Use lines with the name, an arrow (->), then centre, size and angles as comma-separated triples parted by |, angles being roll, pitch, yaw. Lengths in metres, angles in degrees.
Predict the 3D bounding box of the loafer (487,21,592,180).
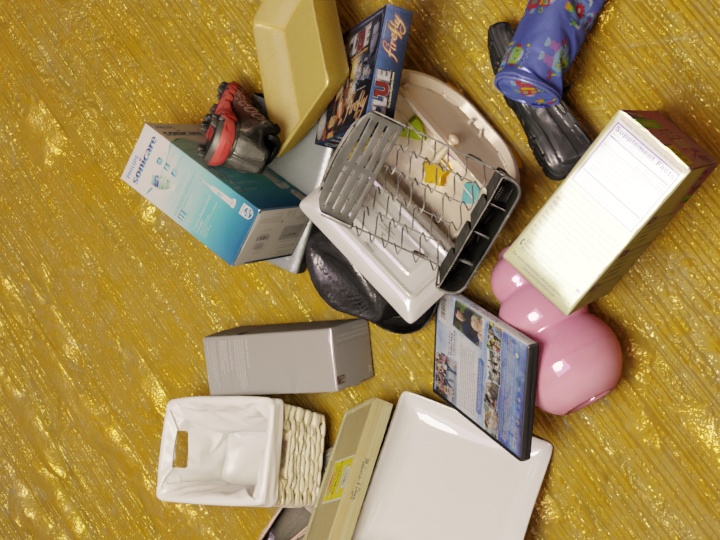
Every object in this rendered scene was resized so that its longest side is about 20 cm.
loafer -> 0.208, -0.201, 1.333 | 0.070, 0.068, 0.202 | -25, 78, -3

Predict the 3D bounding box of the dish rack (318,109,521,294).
dish rack -> 0.058, -0.079, 1.269 | 0.198, 0.055, 0.154 | 24, 113, -12

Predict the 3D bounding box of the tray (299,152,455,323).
tray -> 0.029, -0.044, 1.354 | 0.107, 0.022, 0.200 | -41, 77, -12

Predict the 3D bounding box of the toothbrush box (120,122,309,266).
toothbrush box -> -0.178, -0.100, 1.455 | 0.199, 0.146, 0.086 | 37, 111, 18

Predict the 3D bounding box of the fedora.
fedora -> 0.000, 0.000, 1.414 | 0.199, 0.091, 0.203 | 22, 124, 37

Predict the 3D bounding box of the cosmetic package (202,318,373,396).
cosmetic package -> -0.093, 0.113, 1.498 | 0.198, 0.107, 0.091 | -8, 92, 26

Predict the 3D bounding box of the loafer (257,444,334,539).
loafer -> -0.072, 0.316, 1.535 | 0.072, 0.063, 0.201 | 43, 113, 15

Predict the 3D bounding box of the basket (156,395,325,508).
basket -> -0.152, 0.241, 1.503 | 0.198, 0.123, 0.137 | -6, 73, 39

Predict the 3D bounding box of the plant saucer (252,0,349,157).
plant saucer -> -0.070, -0.269, 1.414 | 0.200, 0.048, 0.203 | 138, 125, -60

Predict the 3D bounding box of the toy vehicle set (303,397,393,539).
toy vehicle set -> -0.020, 0.263, 1.425 | 0.026, 0.124, 0.202 | 23, 70, -11

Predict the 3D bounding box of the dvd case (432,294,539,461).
dvd case -> 0.142, 0.116, 1.352 | 0.200, 0.017, 0.145 | 35, 129, 56

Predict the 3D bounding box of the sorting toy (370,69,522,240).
sorting toy -> 0.080, -0.113, 1.392 | 0.201, 0.107, 0.180 | 50, 124, 9

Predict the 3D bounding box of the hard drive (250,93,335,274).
hard drive -> -0.107, -0.116, 1.518 | 0.138, 0.033, 0.202 | 24, 106, 23

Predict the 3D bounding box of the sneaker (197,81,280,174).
sneaker -> -0.148, -0.175, 1.446 | 0.097, 0.201, 0.071 | 22, 114, -15

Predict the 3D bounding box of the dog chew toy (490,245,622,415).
dog chew toy -> 0.216, 0.062, 1.329 | 0.124, 0.124, 0.202 | -34, 73, 26

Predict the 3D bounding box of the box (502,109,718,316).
box -> 0.273, -0.066, 1.247 | 0.097, 0.175, 0.201 | 44, 113, 15

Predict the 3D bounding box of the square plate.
square plate -> 0.110, 0.270, 1.390 | 0.198, 0.029, 0.200 | 19, 69, 9

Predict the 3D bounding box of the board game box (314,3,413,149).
board game box -> 0.000, -0.222, 1.359 | 0.034, 0.200, 0.137 | 12, 85, -18

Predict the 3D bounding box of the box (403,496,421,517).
box -> 0.038, 0.388, 1.474 | 0.199, 0.086, 0.165 | -28, 82, 27

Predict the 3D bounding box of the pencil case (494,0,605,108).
pencil case -> 0.220, -0.275, 1.273 | 0.078, 0.087, 0.202 | 15, 76, 52
